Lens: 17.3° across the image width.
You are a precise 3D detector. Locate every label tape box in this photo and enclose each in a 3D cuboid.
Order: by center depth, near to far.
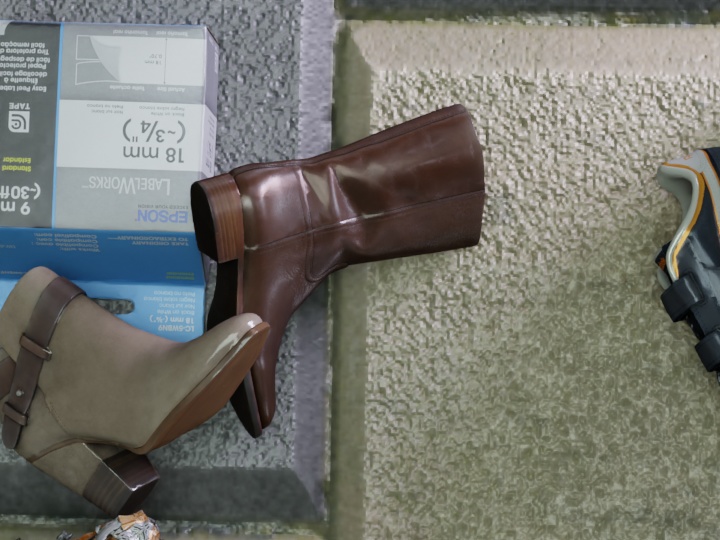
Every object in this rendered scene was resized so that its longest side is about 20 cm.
[{"bbox_3d":[-0.167,-0.055,1.513,0.143,0.063,0.201,2,85,2],"label":"label tape box"}]

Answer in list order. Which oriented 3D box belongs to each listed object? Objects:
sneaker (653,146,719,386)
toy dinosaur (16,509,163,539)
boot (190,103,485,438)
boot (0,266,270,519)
[{"bbox_3d":[0.227,0.021,1.491,0.079,0.078,0.201,-3,74,-3],"label":"sneaker"},{"bbox_3d":[-0.206,0.217,1.457,0.199,0.136,0.103,-20,86,0],"label":"toy dinosaur"},{"bbox_3d":[0.000,0.000,1.507,0.199,0.064,0.187,-16,119,-20],"label":"boot"},{"bbox_3d":[-0.158,0.054,1.468,0.146,0.070,0.200,48,117,16],"label":"boot"}]
